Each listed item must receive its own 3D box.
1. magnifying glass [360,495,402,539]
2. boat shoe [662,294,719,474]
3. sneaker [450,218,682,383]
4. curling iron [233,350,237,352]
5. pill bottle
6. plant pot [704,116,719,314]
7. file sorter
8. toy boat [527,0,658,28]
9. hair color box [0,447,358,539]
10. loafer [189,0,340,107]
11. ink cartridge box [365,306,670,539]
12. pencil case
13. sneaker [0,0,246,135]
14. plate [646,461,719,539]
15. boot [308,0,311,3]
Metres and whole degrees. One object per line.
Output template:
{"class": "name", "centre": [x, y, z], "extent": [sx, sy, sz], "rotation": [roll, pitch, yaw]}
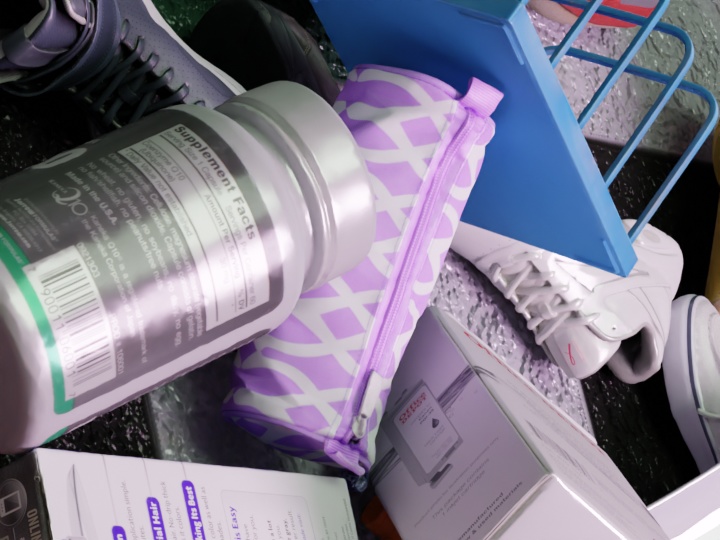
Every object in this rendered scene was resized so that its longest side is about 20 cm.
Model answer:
{"class": "magnifying glass", "centre": [0.077, 0.183, 1.496], "extent": [0.200, 0.022, 0.080], "rotation": [41, 0, -17]}
{"class": "boat shoe", "centre": [0.240, 0.103, 1.701], "extent": [0.075, 0.086, 0.203], "rotation": [-2, 73, -59]}
{"class": "sneaker", "centre": [0.113, 0.006, 1.639], "extent": [0.200, 0.078, 0.100], "rotation": [24, 54, -39]}
{"class": "curling iron", "centre": [-0.091, 0.039, 1.411], "extent": [0.200, 0.026, 0.050], "rotation": [-29, 87, -53]}
{"class": "pill bottle", "centre": [-0.097, -0.007, 1.310], "extent": [0.200, 0.113, 0.113], "rotation": [-26, 88, -32]}
{"class": "plant pot", "centre": [0.297, -0.022, 1.792], "extent": [0.201, 0.200, 0.189], "rotation": [42, 55, -24]}
{"class": "file sorter", "centre": [0.081, -0.119, 1.488], "extent": [0.123, 0.138, 0.200], "rotation": [-55, 142, -21]}
{"class": "toy boat", "centre": [0.148, -0.254, 1.798], "extent": [0.130, 0.130, 0.201], "rotation": [-2, 69, -51]}
{"class": "hair color box", "centre": [-0.083, 0.147, 1.322], "extent": [0.200, 0.065, 0.110], "rotation": [11, 60, -48]}
{"class": "loafer", "centre": [-0.020, -0.048, 1.518], "extent": [0.072, 0.073, 0.201], "rotation": [0, 69, -55]}
{"class": "ink cartridge box", "centre": [0.083, 0.122, 1.444], "extent": [0.146, 0.083, 0.200], "rotation": [41, 7, -26]}
{"class": "pencil case", "centre": [0.000, 0.000, 1.418], "extent": [0.084, 0.085, 0.201], "rotation": [24, 80, -31]}
{"class": "sneaker", "centre": [-0.118, -0.085, 1.385], "extent": [0.203, 0.077, 0.146], "rotation": [51, 14, 0]}
{"class": "plate", "centre": [0.230, 0.198, 1.629], "extent": [0.200, 0.032, 0.200], "rotation": [-29, 92, -22]}
{"class": "boot", "centre": [0.000, -0.185, 1.620], "extent": [0.132, 0.070, 0.200], "rotation": [44, 22, -7]}
